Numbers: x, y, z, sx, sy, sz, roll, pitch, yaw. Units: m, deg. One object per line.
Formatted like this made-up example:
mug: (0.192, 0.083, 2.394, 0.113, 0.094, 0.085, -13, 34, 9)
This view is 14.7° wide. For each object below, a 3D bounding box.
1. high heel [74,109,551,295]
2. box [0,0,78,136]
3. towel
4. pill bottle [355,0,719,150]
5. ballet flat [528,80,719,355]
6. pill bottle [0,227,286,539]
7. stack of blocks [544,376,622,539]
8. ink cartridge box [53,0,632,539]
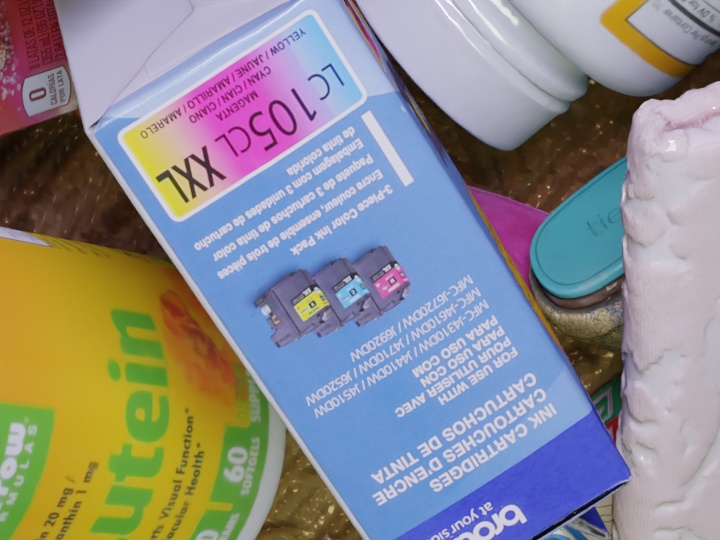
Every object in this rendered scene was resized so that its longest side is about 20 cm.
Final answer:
high heel: (-0.023, -0.047, 0.870, 0.096, 0.067, 0.200, -42, 95, -5)
box: (-0.157, -0.133, 0.796, 0.095, 0.100, 0.200, -21, 116, -29)
towel: (0.161, 0.009, 0.822, 0.191, 0.032, 0.200, -18, 133, -16)
pill bottle: (0.092, -0.126, 0.796, 0.200, 0.109, 0.109, -40, 105, 18)
ballet flat: (0.141, -0.041, 0.847, 0.200, 0.071, 0.071, -39, 106, 16)
pill bottle: (-0.122, 0.040, 0.795, 0.111, 0.200, 0.111, -6, 80, 36)
stack of blocks: (0.110, 0.148, 0.938, 0.115, 0.059, 0.200, -41, 105, 18)
ink cartridge box: (0.000, 0.000, 0.778, 0.076, 0.136, 0.200, -30, 113, 2)
